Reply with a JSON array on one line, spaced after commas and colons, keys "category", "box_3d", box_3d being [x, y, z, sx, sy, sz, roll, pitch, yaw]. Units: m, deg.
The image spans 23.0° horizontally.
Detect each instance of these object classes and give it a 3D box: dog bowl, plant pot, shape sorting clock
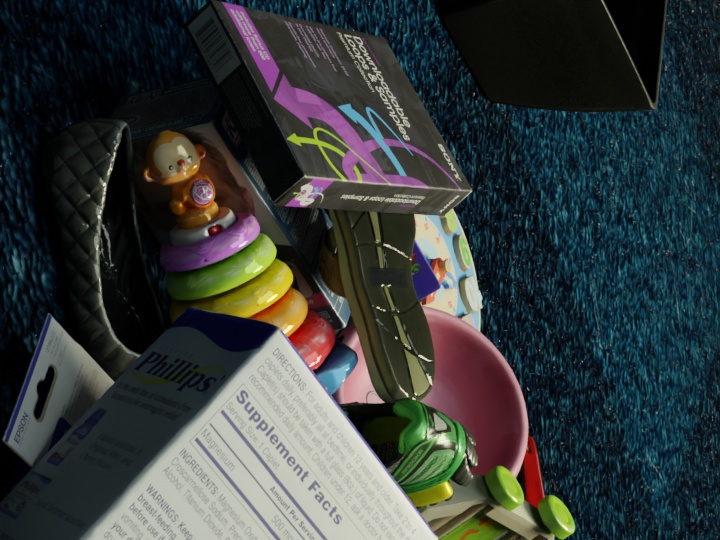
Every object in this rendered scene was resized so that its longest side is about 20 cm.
[{"category": "dog bowl", "box_3d": [0.040, 0.114, 1.345, 0.200, 0.074, 0.201, 13, 59, -23]}, {"category": "plant pot", "box_3d": [0.193, -0.278, 1.804, 0.200, 0.177, 0.200, 55, 34, -38]}, {"category": "shape sorting clock", "box_3d": [0.062, -0.001, 1.586, 0.200, 0.039, 0.201, 35, 49, -55]}]

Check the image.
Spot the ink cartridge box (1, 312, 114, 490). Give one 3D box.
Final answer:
[{"category": "ink cartridge box", "box_3d": [-0.162, 0.124, 1.098, 0.200, 0.037, 0.095, 56, 35, -42]}]

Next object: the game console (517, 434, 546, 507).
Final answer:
[{"category": "game console", "box_3d": [0.114, 0.236, 1.463, 0.031, 0.200, 0.177, 0, 76, -19]}]

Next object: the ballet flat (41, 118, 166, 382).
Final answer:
[{"category": "ballet flat", "box_3d": [-0.154, 0.001, 1.136, 0.066, 0.057, 0.201, -30, 107, -61]}]

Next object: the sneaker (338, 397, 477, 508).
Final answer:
[{"category": "sneaker", "box_3d": [-0.028, 0.123, 1.178, 0.085, 0.199, 0.078, 48, 30, -48]}]

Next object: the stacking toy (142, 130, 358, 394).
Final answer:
[{"category": "stacking toy", "box_3d": [-0.091, 0.000, 1.165, 0.116, 0.110, 0.201, -26, 108, -19]}]

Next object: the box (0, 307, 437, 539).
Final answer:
[{"category": "box", "box_3d": [-0.088, 0.157, 1.030, 0.200, 0.105, 0.184, -46, 119, -21]}]

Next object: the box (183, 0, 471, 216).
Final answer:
[{"category": "box", "box_3d": [-0.018, -0.107, 1.200, 0.200, 0.036, 0.143, 2, 55, -56]}]

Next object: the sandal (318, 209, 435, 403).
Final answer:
[{"category": "sandal", "box_3d": [-0.001, 0.001, 1.215, 0.080, 0.057, 0.202, 15, 59, -46]}]

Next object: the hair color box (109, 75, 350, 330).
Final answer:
[{"category": "hair color box", "box_3d": [-0.089, -0.039, 1.235, 0.200, 0.100, 0.061, 58, 34, -35]}]

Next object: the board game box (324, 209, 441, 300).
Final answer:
[{"category": "board game box", "box_3d": [-0.015, -0.070, 1.342, 0.200, 0.045, 0.134, 60, -1, -8]}]

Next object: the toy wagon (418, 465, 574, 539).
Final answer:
[{"category": "toy wagon", "box_3d": [0.054, 0.195, 1.271, 0.200, 0.155, 0.040, 34, 26, -43]}]
